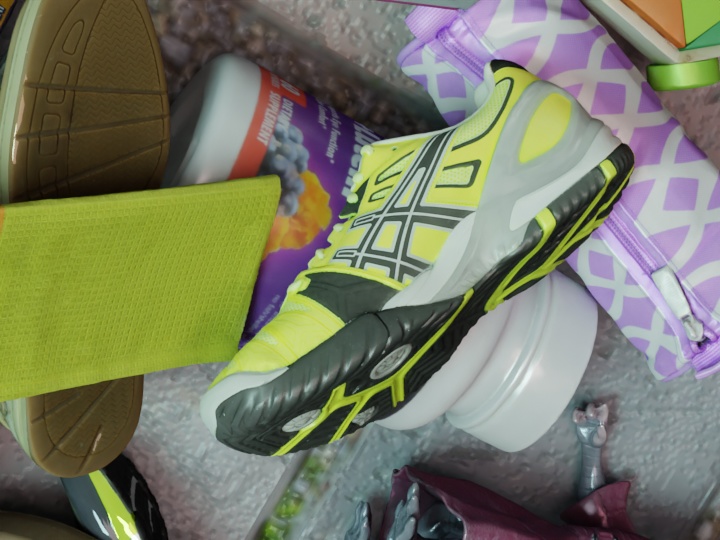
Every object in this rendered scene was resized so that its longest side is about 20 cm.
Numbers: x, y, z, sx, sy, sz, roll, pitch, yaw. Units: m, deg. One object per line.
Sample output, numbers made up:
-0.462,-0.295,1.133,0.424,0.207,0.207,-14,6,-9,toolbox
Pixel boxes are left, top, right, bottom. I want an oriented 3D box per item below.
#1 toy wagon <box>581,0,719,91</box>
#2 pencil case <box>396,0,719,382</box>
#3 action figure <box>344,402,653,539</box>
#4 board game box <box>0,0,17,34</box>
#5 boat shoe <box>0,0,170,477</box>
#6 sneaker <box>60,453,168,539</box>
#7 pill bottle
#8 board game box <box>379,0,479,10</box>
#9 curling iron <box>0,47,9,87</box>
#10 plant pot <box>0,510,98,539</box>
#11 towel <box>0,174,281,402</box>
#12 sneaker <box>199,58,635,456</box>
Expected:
0.186,-0.167,0.868,0.198,0.040,0.157,-11,99,-16,toy wagon
0.101,-0.041,0.846,0.200,0.085,0.084,49,124,4,pencil case
0.099,0.149,0.906,0.198,0.134,0.150,13,108,-16,action figure
-0.230,-0.089,0.734,0.165,0.201,0.057,38,123,-20,board game box
-0.122,-0.021,0.770,0.073,0.062,0.202,-5,109,-40,boat shoe
-0.120,0.173,0.902,0.080,0.074,0.202,-10,106,-4,sneaker
0.000,0.000,0.853,0.199,0.111,0.112,28,99,-18,pill bottle
-0.013,-0.214,0.775,0.146,0.064,0.202,5,83,-15,board game box
-0.146,-0.048,0.788,0.025,0.201,0.050,-12,126,39,curling iron
-0.164,0.213,0.849,0.199,0.093,0.203,4,104,16,plant pot
-0.115,0.012,0.715,0.199,0.018,0.087,-9,130,-41,towel
0.013,-0.003,0.772,0.199,0.076,0.077,-37,72,-17,sneaker
